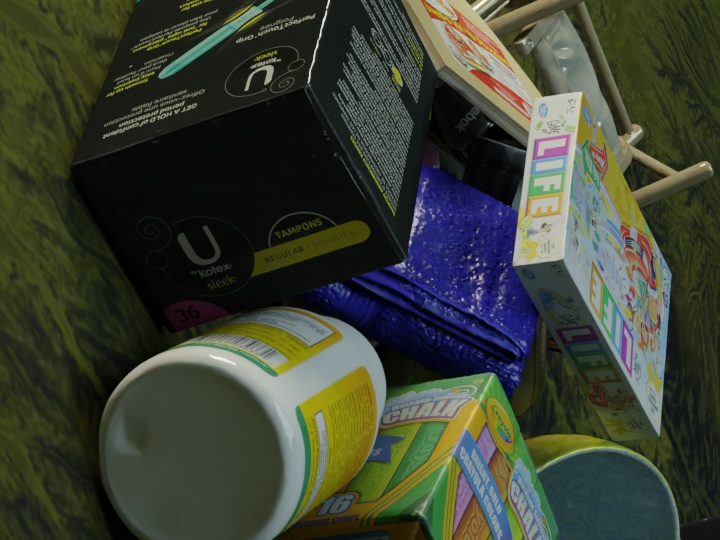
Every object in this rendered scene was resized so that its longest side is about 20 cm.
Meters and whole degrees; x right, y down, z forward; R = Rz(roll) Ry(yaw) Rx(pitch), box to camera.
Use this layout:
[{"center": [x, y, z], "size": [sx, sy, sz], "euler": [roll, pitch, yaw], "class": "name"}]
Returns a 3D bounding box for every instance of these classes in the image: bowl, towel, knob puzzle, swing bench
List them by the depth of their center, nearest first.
[{"center": [0.028, -0.019, 1.530], "size": [0.200, 0.050, 0.148], "euler": [28, 48, -10], "class": "towel"}, {"center": [0.105, 0.191, 1.655], "size": [0.108, 0.200, 0.200], "euler": [30, -22, 49], "class": "bowl"}, {"center": [0.060, -0.154, 1.674], "size": [0.220, 0.030, 0.220], "euler": [45, 16, -17], "class": "knob puzzle"}, {"center": [0.138, -0.123, 1.942], "size": [0.130, 0.200, 0.199], "euler": [39, -23, 61], "class": "swing bench"}]

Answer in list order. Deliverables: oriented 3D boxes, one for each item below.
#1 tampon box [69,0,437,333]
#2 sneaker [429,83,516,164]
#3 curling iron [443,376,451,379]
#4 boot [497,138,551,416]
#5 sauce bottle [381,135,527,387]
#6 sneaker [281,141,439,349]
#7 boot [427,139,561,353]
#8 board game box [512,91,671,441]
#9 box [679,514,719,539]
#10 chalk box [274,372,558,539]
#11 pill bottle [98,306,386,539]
[{"center": [-0.054, -0.086, 1.399], "size": [0.126, 0.150, 0.200], "euler": [60, 24, -29], "class": "tampon box"}, {"center": [0.062, -0.130, 1.782], "size": [0.200, 0.066, 0.091], "euler": [39, 5, -27], "class": "sneaker"}, {"center": [0.054, 0.074, 1.581], "size": [0.200, 0.026, 0.050], "euler": [-38, 119, -24], "class": "curling iron"}, {"center": [0.135, 0.005, 1.684], "size": [0.074, 0.096, 0.200], "euler": [128, -36, -65], "class": "boot"}, {"center": [0.062, 0.010, 1.629], "size": [0.065, 0.065, 0.200], "euler": [4, 103, -69], "class": "sauce bottle"}, {"center": [0.000, 0.000, 1.604], "size": [0.088, 0.080, 0.200], "euler": [104, 4, -48], "class": "sneaker"}, {"center": [0.084, -0.025, 1.753], "size": [0.200, 0.077, 0.138], "euler": [37, -4, 33], "class": "boot"}, {"center": [0.153, 0.000, 1.588], "size": [0.200, 0.034, 0.135], "euler": [57, 34, -46], "class": "board game box"}, {"center": [0.247, 0.270, 1.882], "size": [0.200, 0.196, 0.124], "euler": [28, 49, -65], "class": "box"}, {"center": [0.032, 0.145, 1.464], "size": [0.124, 0.125, 0.200], "euler": [67, 27, -22], "class": "chalk box"}, {"center": [-0.055, 0.081, 1.328], "size": [0.200, 0.113, 0.113], "euler": [-28, 102, -70], "class": "pill bottle"}]
